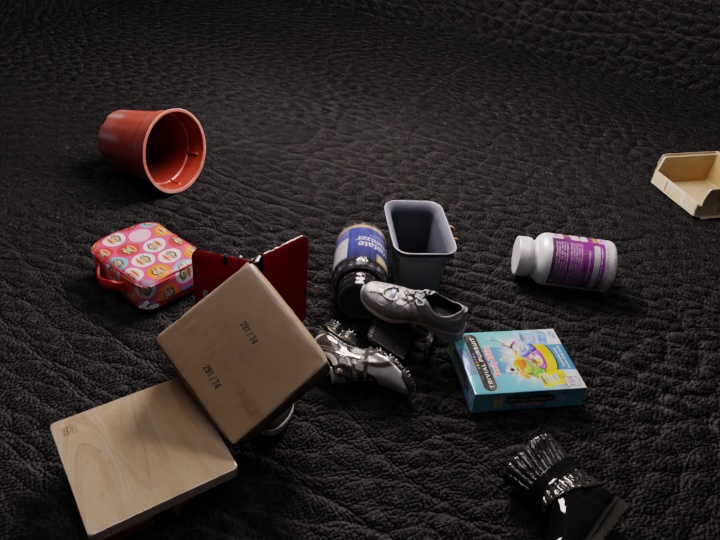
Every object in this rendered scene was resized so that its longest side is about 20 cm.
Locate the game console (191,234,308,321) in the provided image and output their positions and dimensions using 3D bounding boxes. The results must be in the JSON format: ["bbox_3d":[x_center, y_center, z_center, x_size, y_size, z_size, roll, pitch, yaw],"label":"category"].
[{"bbox_3d":[-0.191,0.032,1.139,0.171,0.201,0.119,11,35,8],"label":"game console"}]

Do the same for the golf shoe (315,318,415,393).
[{"bbox_3d":[-0.001,0.170,1.099,0.199,0.078,0.095,28,63,26],"label":"golf shoe"}]

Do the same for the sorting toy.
[{"bbox_3d":[-0.304,0.269,0.910,0.198,0.070,0.200,-18,42,-29],"label":"sorting toy"}]

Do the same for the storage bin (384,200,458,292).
[{"bbox_3d":[0.122,-0.037,1.332,0.145,0.135,0.200,0,37,-7],"label":"storage bin"}]

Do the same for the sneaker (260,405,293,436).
[{"bbox_3d":[-0.134,0.166,1.049,0.070,0.100,0.200,9,37,3],"label":"sneaker"}]

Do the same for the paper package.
[{"bbox_3d":[-0.172,0.126,0.968,0.190,0.104,0.200,-40,79,-10],"label":"paper package"}]

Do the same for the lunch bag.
[{"bbox_3d":[-0.427,-0.009,1.265,0.200,0.082,0.176,30,43,30],"label":"lunch bag"}]

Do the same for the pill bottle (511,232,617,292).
[{"bbox_3d":[0.428,-0.021,1.368,0.199,0.113,0.113,7,36,2],"label":"pill bottle"}]

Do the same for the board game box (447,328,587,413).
[{"bbox_3d":[0.271,0.173,1.137,0.199,0.047,0.151,-2,36,-10],"label":"board game box"}]

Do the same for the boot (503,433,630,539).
[{"bbox_3d":[0.257,0.328,0.891,0.211,0.080,0.158,-17,47,-44],"label":"boot"}]

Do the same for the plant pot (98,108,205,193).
[{"bbox_3d":[-0.522,-0.307,1.587,0.194,0.202,0.201,16,36,28],"label":"plant pot"}]

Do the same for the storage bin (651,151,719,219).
[{"bbox_3d":[0.934,-0.234,1.744,0.197,0.094,0.200,-5,37,-15],"label":"storage bin"}]

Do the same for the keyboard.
[{"bbox_3d":[0.086,0.105,1.192,0.127,0.021,0.200,32,33,-1],"label":"keyboard"}]

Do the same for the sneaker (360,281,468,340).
[{"bbox_3d":[0.099,0.053,1.145,0.199,0.082,0.075,16,51,2],"label":"sneaker"}]

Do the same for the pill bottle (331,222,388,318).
[{"bbox_3d":[0.000,0.000,1.284,0.111,0.112,0.200,4,36,-1],"label":"pill bottle"}]
